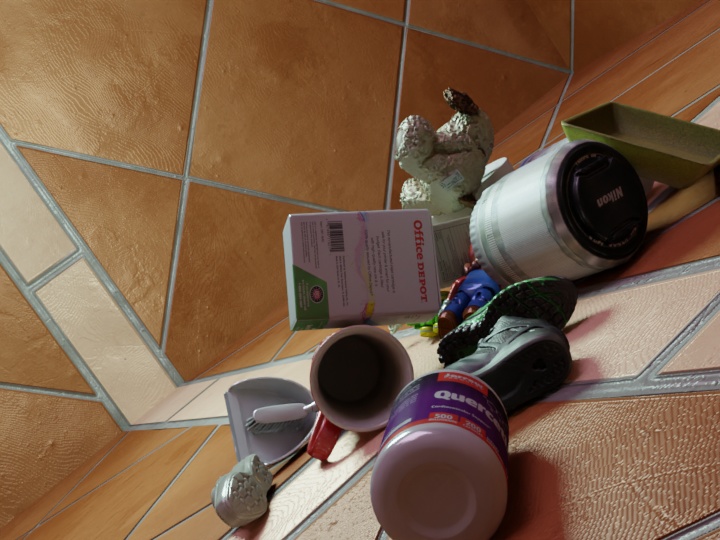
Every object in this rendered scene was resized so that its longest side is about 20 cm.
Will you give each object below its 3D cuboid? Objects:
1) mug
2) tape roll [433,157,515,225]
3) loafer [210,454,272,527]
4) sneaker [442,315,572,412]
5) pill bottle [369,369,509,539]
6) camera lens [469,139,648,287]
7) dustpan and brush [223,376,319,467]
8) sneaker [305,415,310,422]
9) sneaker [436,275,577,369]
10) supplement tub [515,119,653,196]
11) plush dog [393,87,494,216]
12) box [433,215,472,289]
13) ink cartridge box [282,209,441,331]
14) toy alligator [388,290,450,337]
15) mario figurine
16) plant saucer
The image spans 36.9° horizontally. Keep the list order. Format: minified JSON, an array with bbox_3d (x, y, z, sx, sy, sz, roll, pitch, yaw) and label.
[{"bbox_3d":[-0.026,0.149,1.452,0.176,0.134,0.200,-34,3,-5],"label":"mug"},{"bbox_3d":[0.200,-0.076,1.816,0.202,0.140,0.203,-36,7,5],"label":"tape roll"},{"bbox_3d":[-0.159,0.295,1.398,0.070,0.070,0.200,-40,-2,5],"label":"loafer"},{"bbox_3d":[0.131,0.112,1.140,0.198,0.077,0.114,-31,6,16],"label":"sneaker"},{"bbox_3d":[0.073,0.156,0.940,0.112,0.113,0.200,-34,7,15],"label":"pill bottle"},{"bbox_3d":[0.251,-0.065,1.372,0.160,0.161,0.199,-39,7,-31],"label":"camera lens"},{"bbox_3d":[-0.088,0.205,1.562,0.197,0.141,0.058,-7,-33,-16],"label":"dustpan and brush"},{"bbox_3d":[-0.038,0.153,1.642,0.199,0.089,0.077,-39,7,-18],"label":"sneaker"},{"bbox_3d":[0.177,0.054,1.283,0.199,0.078,0.085,-31,7,41],"label":"sneaker"},{"bbox_3d":[0.326,-0.134,1.604,0.132,0.133,0.199,-38,8,-25],"label":"supplement tub"},{"bbox_3d":[0.152,-0.178,1.665,0.173,0.159,0.201,-61,-24,-28],"label":"plush dog"},{"bbox_3d":[0.162,-0.032,1.608,0.198,0.096,0.077,-13,-3,-30],"label":"box"},{"bbox_3d":[0.000,0.000,1.470,0.197,0.147,0.084,-3,-14,-11],"label":"ink cartridge box"},{"bbox_3d":[0.110,0.071,1.632,0.054,0.060,0.199,6,-14,-25],"label":"toy alligator"},{"bbox_3d":[0.181,0.036,1.495,0.201,0.122,0.107,-54,-20,-46],"label":"mario figurine"},{"bbox_3d":[0.381,-0.161,1.413,0.198,0.049,0.199,21,25,26],"label":"plant saucer"}]
